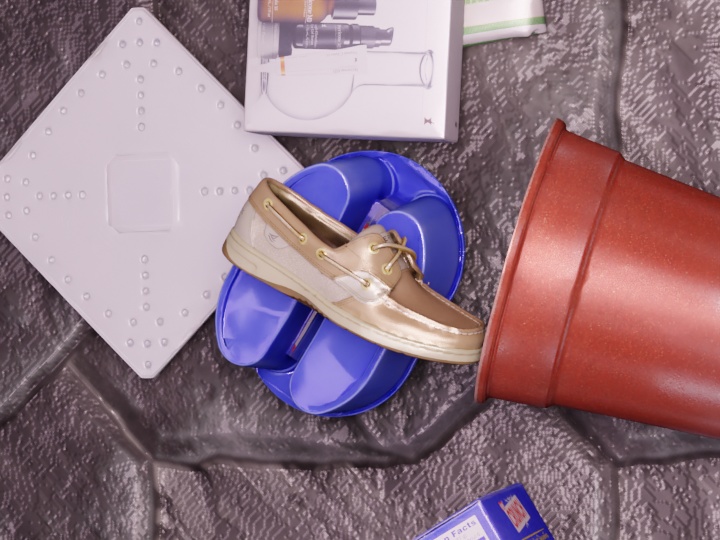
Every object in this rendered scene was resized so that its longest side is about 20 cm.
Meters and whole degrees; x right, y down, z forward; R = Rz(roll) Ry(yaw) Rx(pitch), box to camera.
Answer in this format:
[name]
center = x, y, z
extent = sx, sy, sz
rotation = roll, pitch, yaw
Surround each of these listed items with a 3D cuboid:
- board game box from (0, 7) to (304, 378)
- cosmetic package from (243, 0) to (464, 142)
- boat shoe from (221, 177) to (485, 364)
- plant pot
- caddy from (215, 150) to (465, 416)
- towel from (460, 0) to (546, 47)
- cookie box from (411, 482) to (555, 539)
[board game box]
center = -0.158, -0.058, 1.888
extent = 0.200, 0.026, 0.200
rotation = 45, 102, 11
[cosmetic package]
center = -0.002, -0.194, 1.802
extent = 0.150, 0.052, 0.201
rotation = 2, 91, 13
[boat shoe]
center = 0.000, 0.000, 1.703
extent = 0.199, 0.074, 0.067
rotation = 26, 106, 16
[plant pot]
center = 0.198, 0.020, 1.708
extent = 0.194, 0.201, 0.202
rotation = 16, 96, 7
[caddy]
center = -0.013, 0.010, 1.804
extent = 0.141, 0.105, 0.201
rotation = 33, 102, 16
[towel]
center = 0.052, -0.258, 1.824
extent = 0.152, 0.023, 0.201
rotation = -8, 88, 16
[cookie box]
center = 0.118, 0.253, 1.739
extent = 0.075, 0.171, 0.201
rotation = -32, 82, 11
